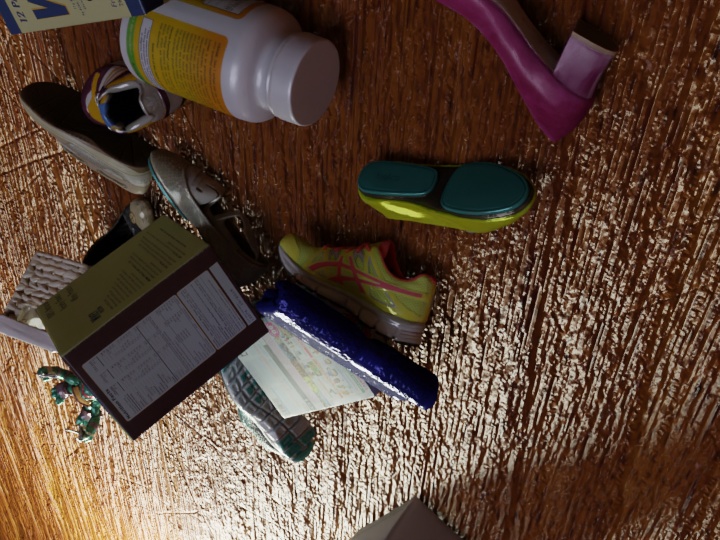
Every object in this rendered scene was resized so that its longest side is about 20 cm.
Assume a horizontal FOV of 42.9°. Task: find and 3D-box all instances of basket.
[{"bbox_3d":[-0.372,0.066,1.272,0.135,0.124,0.200,12,167,34],"label":"basket"}]

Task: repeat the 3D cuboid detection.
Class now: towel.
[{"bbox_3d":[-0.013,0.074,0.975,0.199,0.050,0.148,34,170,-11],"label":"towel"}]

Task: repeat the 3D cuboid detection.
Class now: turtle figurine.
[{"bbox_3d":[-0.488,0.221,1.593,0.150,0.100,0.200,61,156,2],"label":"turtle figurine"}]

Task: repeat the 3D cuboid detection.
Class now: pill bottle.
[{"bbox_3d":[-0.124,-0.208,0.882,0.199,0.111,0.112,24,137,24],"label":"pill bottle"}]

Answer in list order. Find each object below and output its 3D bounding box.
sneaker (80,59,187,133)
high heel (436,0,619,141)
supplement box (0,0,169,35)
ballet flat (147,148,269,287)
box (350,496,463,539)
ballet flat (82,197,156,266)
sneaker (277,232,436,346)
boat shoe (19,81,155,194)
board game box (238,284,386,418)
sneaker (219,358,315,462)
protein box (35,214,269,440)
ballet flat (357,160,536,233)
[{"bbox_3d":[-0.277,-0.195,1.045,0.199,0.090,0.075,-6,119,43],"label":"sneaker"},{"bbox_3d":[0.102,-0.187,0.740,0.199,0.067,0.096,28,129,0],"label":"high heel"},{"bbox_3d":[-0.206,-0.313,0.792,0.199,0.200,0.135,5,128,38],"label":"supplement box"},{"bbox_3d":[-0.176,-0.072,1.103,0.062,0.068,0.201,-24,112,21],"label":"ballet flat"},{"bbox_3d":[0.045,0.458,1.252,0.171,0.200,0.199,42,142,0],"label":"box"},{"bbox_3d":[-0.323,-0.039,1.243,0.200,0.057,0.067,-38,69,51],"label":"ballet flat"},{"bbox_3d":[0.000,0.000,0.994,0.199,0.078,0.091,30,97,21],"label":"sneaker"},{"bbox_3d":[-0.345,-0.165,1.151,0.199,0.072,0.065,32,139,7],"label":"boat shoe"},{"bbox_3d":[-0.067,0.097,1.141,0.199,0.064,0.148,-20,110,50],"label":"board game box"},{"bbox_3d":[-0.150,0.189,1.289,0.091,0.078,0.201,-11,114,50],"label":"sneaker"},{"bbox_3d":[-0.254,0.060,1.099,0.135,0.200,0.198,59,164,-26],"label":"protein box"},{"bbox_3d":[0.086,-0.067,0.872,0.199,0.067,0.067,11,152,38],"label":"ballet flat"}]
